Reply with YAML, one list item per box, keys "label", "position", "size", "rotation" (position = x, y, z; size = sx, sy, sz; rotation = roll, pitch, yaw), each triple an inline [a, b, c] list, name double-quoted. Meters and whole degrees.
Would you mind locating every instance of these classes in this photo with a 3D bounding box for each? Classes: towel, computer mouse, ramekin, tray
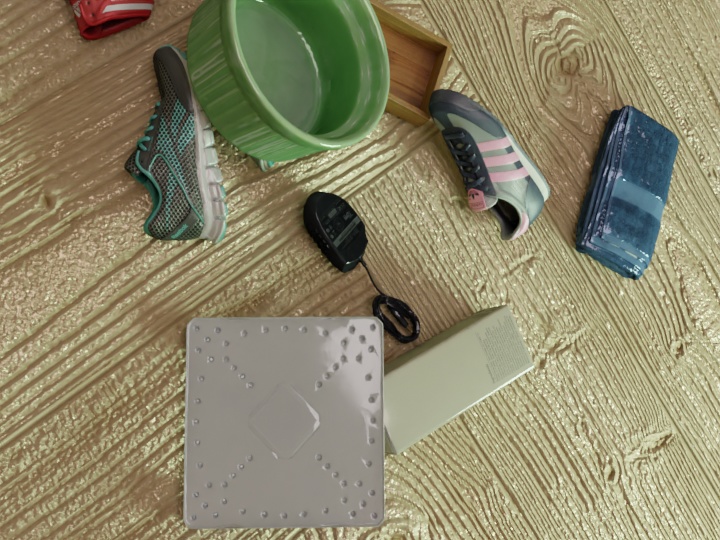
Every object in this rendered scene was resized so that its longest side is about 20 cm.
- label: "towel"
  position: [0.340, -0.099, 1.128]
  size: [0.110, 0.048, 0.203]
  rotation: [24, 74, -20]
- label: "computer mouse"
  position: [0.000, 0.000, 0.980]
  size: [0.059, 0.034, 0.202]
  rotation: [-44, 107, -39]
- label: "ramekin"
  position: [-0.073, -0.205, 0.870]
  size: [0.198, 0.097, 0.204]
  rotation: [13, 71, -42]
- label: "tray"
  position: [0.002, -0.252, 1.007]
  size: [0.197, 0.037, 0.100]
  rotation: [25, 74, -20]

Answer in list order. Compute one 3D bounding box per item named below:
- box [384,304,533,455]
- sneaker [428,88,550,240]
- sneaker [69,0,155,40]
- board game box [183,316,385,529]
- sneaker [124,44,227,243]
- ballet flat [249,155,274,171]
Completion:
- label: "box"
  position: [0.088, 0.117, 0.979]
  size: [0.198, 0.068, 0.083]
  rotation: [-25, 93, -24]
- label: "sneaker"
  position: [0.139, -0.116, 1.017]
  size: [0.199, 0.070, 0.083]
  rotation: [41, 70, -24]
- label: "sneaker"
  position: [-0.288, -0.297, 0.864]
  size: [0.196, 0.078, 0.118]
  rotation: [11, 78, -21]
- label: "board game box"
  position: [-0.075, 0.149, 0.890]
  size: [0.195, 0.026, 0.205]
  rotation: [0, 83, -1]
- label: "sneaker"
  position: [-0.191, -0.123, 0.887]
  size: [0.090, 0.077, 0.204]
  rotation: [-10, 86, -20]
- label: "ballet flat"
  position: [-0.129, -0.200, 0.937]
  size: [0.062, 0.067, 0.205]
  rotation: [-6, 84, 4]
